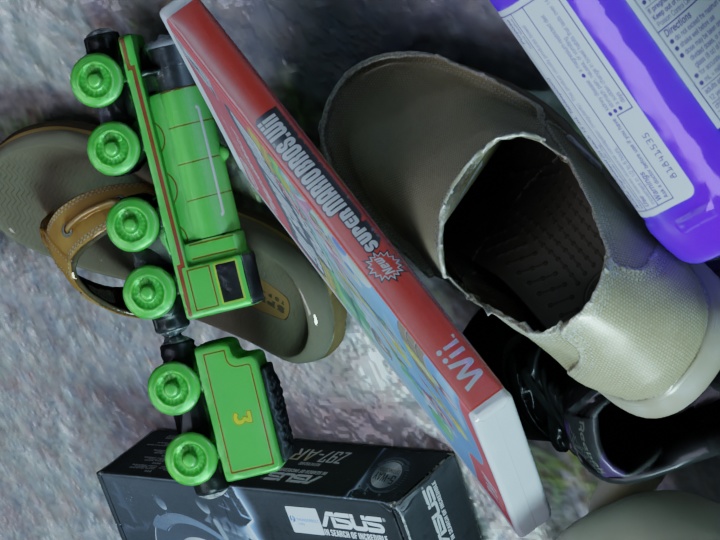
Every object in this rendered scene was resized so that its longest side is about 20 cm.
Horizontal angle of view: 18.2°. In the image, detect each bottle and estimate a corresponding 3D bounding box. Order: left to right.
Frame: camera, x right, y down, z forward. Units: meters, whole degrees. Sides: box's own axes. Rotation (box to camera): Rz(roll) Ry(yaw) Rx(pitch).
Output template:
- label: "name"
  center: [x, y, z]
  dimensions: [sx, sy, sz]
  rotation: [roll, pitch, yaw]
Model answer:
- label: "bottle"
  center: [0.078, -0.102, 0.721]
  dimensions: [0.065, 0.084, 0.200]
  rotation: [-29, 100, 45]

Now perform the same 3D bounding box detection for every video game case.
- label: "video game case"
  center: [0.000, 0.000, 0.836]
  dimensions: [0.200, 0.017, 0.143]
  rotation: [52, 174, 24]

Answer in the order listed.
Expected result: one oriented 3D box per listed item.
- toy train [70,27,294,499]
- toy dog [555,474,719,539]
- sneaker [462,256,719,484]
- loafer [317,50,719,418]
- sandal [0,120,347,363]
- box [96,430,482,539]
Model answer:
- label: "toy train"
  center: [-0.072, -0.005, 0.932]
  dimensions: [0.056, 0.042, 0.201]
  rotation: [-13, 94, 7]
- label: "toy dog"
  center: [0.167, 0.142, 0.801]
  dimensions: [0.199, 0.195, 0.140]
  rotation: [-12, 140, 37]
- label: "sneaker"
  center: [0.090, 0.038, 0.822]
  dimensions: [0.199, 0.088, 0.076]
  rotation: [-17, 109, 49]
- label: "loafer"
  center: [0.048, -0.026, 0.781]
  dimensions: [0.200, 0.076, 0.068]
  rotation: [39, -176, 41]
- label: "sandal"
  center: [-0.097, -0.007, 0.987]
  dimensions: [0.199, 0.054, 0.081]
  rotation: [25, 136, 27]
- label: "box"
  center: [-0.019, 0.158, 1.051]
  dimensions: [0.199, 0.043, 0.161]
  rotation: [1, 118, 43]
